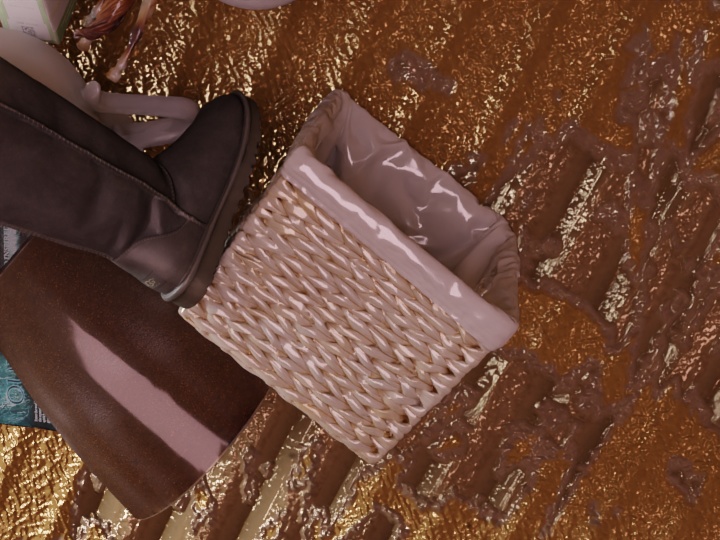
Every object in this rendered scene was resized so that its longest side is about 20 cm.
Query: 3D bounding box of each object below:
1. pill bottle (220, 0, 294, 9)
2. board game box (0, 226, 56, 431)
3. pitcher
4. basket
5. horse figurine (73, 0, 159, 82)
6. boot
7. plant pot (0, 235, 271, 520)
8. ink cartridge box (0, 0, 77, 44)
[{"bbox_3d":[-0.066,-0.241,0.755,0.114,0.200,0.117,2,108,5],"label":"pill bottle"},{"bbox_3d":[-0.251,0.044,0.951,0.134,0.028,0.202,7,108,4],"label":"board game box"},{"bbox_3d":[-0.219,-0.109,0.804,0.170,0.200,0.123,-19,79,10],"label":"pitcher"},{"bbox_3d":[0.000,0.000,0.829,0.199,0.199,0.161,37,111,-8],"label":"basket"},{"bbox_3d":[-0.163,-0.218,0.785,0.050,0.201,0.133,22,114,-22],"label":"horse figurine"},{"bbox_3d":[-0.170,-0.085,0.719,0.199,0.183,0.072,29,145,-26],"label":"boot"},{"bbox_3d":[-0.189,0.054,0.850,0.200,0.187,0.187,42,106,-14],"label":"plant pot"},{"bbox_3d":[-0.221,-0.275,0.739,0.047,0.147,0.201,11,151,3],"label":"ink cartridge box"}]
